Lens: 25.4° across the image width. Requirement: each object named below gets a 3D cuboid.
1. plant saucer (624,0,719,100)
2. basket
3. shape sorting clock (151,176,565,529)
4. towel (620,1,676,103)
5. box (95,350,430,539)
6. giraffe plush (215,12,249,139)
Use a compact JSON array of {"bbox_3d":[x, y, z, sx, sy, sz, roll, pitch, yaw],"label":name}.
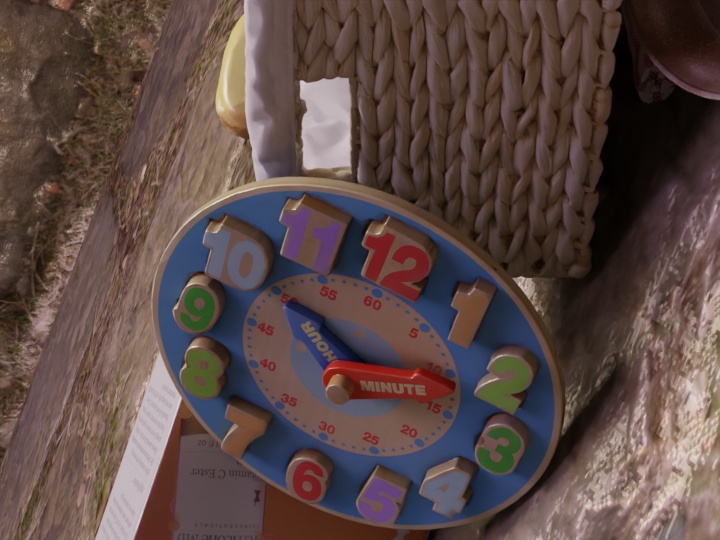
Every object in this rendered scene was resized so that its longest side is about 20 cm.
[{"bbox_3d":[0.169,-0.164,0.619,0.200,0.032,0.202,-174,90,-65],"label":"plant saucer"},{"bbox_3d":[0.034,-0.124,0.761,0.201,0.160,0.199,-87,-3,-46],"label":"basket"},{"bbox_3d":[-0.005,0.045,0.726,0.200,0.199,0.039,-57,1,39],"label":"shape sorting clock"},{"bbox_3d":[0.169,-0.193,0.729,0.147,0.030,0.200,-88,23,-49],"label":"towel"},{"bbox_3d":[-0.054,0.139,0.856,0.106,0.151,0.201,-171,99,-74],"label":"box"},{"bbox_3d":[-0.031,-0.142,1.139,0.172,0.200,0.162,-42,-14,-9],"label":"giraffe plush"}]
